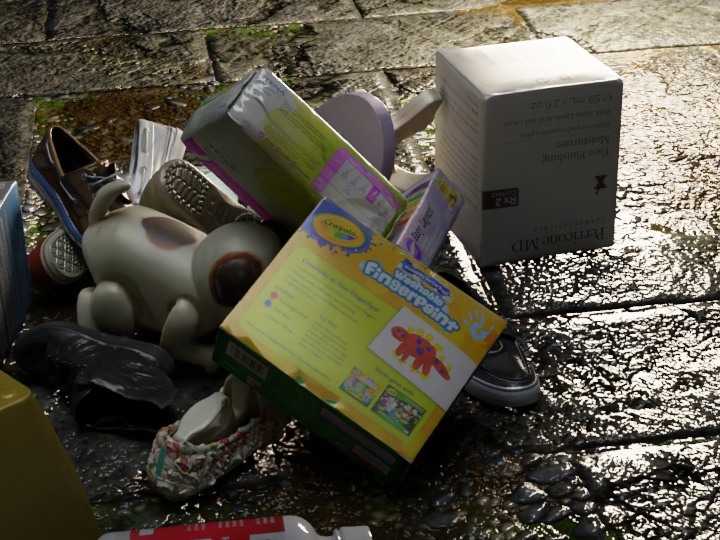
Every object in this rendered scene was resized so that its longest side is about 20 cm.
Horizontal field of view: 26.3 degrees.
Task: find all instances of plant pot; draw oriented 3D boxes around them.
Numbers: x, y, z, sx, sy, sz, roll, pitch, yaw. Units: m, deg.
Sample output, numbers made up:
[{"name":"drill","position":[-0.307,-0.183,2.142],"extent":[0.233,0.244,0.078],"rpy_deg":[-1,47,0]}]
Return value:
[{"name":"plant pot","position":[-0.332,0.170,1.187],"extent":[0.199,0.177,0.199],"rpy_deg":[-25,36,-37]}]

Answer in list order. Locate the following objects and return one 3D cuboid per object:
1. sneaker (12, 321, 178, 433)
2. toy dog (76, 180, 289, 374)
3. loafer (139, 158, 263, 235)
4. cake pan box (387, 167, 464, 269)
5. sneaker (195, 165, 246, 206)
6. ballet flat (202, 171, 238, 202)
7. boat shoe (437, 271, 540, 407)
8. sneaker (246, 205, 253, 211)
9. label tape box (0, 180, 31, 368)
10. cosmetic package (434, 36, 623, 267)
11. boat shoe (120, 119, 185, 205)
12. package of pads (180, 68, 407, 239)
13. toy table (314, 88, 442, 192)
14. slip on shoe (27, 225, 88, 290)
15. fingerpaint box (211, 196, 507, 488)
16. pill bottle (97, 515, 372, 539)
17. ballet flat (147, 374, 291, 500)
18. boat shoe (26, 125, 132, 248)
[{"name":"sneaker","position":[-0.251,0.103,1.436],"extent":[0.198,0.060,0.104],"rpy_deg":[7,28,15]},{"name":"toy dog","position":[-0.160,0.000,1.497],"extent":[0.199,0.195,0.139],"rpy_deg":[1,17,24]},{"name":"loafer","position":[-0.150,-0.036,1.592],"extent":[0.068,0.200,0.076],"rpy_deg":[-17,36,42]},{"name":"cake pan box","position":[0.000,0.000,1.527],"extent":[0.200,0.052,0.184],"rpy_deg":[-34,11,31]},{"name":"sneaker","position":[-0.176,-0.092,1.814],"extent":[0.199,0.076,0.088],"rpy_deg":[-10,-2,3]},{"name":"ballet flat","position":[-0.185,-0.041,1.686],"extent":[0.076,0.064,0.200],"rpy_deg":[41,30,-16]},{"name":"boat shoe","position":[0.116,0.060,1.491],"extent":[0.069,0.067,0.200],"rpy_deg":[-9,28,-14]},{"name":"sneaker","position":[-0.060,-0.034,1.678],"extent":[0.199,0.100,0.070],"rpy_deg":[-17,38,41]},{"name":"label tape box","position":[-0.381,0.017,1.516],"extent":[0.063,0.145,0.200],"rpy_deg":[0,27,2]},{"name":"cosmetic package","position":[0.182,-0.135,1.716],"extent":[0.164,0.201,0.165],"rpy_deg":[-9,27,-13]},{"name":"boat shoe","position":[-0.246,-0.081,1.713],"extent":[0.066,0.074,0.201],"rpy_deg":[21,50,-16]},{"name":"package of pads","position":[-0.064,-0.093,1.452],"extent":[0.068,0.200,0.154],"rpy_deg":[-53,15,-19]},{"name":"toy table","position":[0.008,-0.124,1.729],"extent":[0.117,0.200,0.185],"rpy_deg":[-17,73,-41]},{"name":"slip on shoe","position":[-0.303,-0.031,1.695],"extent":[0.061,0.074,0.200],"rpy_deg":[-24,10,29]},{"name":"fingerpaint box","position":[-0.001,0.062,1.346],"extent":[0.199,0.073,0.167],"rpy_deg":[34,61,6]},{"name":"pill bottle","position":[-0.089,0.237,1.114],"extent":[0.198,0.113,0.112],"rpy_deg":[-5,28,-6]},{"name":"ballet flat","position":[-0.114,0.130,1.358],"extent":[0.075,0.064,0.200],"rpy_deg":[17,32,23]},{"name":"boat shoe","position":[-0.285,-0.080,1.629],"extent":[0.200,0.073,0.072],"rpy_deg":[39,38,26]}]
